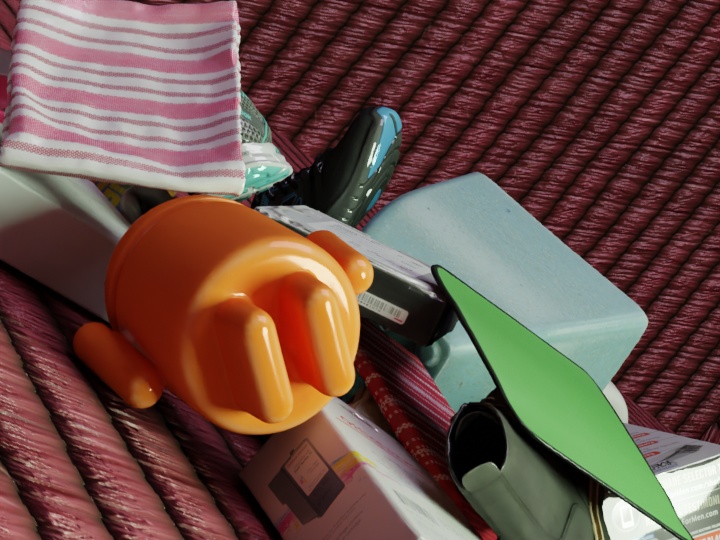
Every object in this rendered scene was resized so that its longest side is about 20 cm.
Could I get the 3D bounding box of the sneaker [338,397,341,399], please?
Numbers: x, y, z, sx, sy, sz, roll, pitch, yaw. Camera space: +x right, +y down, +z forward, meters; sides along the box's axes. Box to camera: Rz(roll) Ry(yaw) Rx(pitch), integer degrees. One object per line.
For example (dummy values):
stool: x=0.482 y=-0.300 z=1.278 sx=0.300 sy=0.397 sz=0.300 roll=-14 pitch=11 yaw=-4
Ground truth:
sneaker: x=-0.062 y=0.044 z=1.544 sx=0.200 sy=0.075 sz=0.090 roll=46 pitch=9 yaw=37

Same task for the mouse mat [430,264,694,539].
mouse mat: x=0.122 y=0.080 z=1.330 sx=0.161 sy=0.008 sz=0.200 roll=35 pitch=16 yaw=-29

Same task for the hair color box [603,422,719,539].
hair color box: x=0.156 y=0.148 z=1.458 sx=0.200 sy=0.111 sz=0.064 roll=6 pitch=-72 yaw=65

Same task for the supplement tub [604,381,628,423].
supplement tub: x=0.120 y=0.105 z=1.886 sx=0.145 sy=0.145 sz=0.200 roll=34 pitch=8 yaw=-46

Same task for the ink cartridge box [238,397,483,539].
ink cartridge box: x=0.009 y=0.145 z=1.226 sx=0.117 sy=0.067 sz=0.200 roll=37 pitch=7 yaw=-34

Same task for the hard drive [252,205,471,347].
hard drive: x=0.000 y=0.000 z=1.441 sx=0.140 sy=0.038 sz=0.200 roll=26 pitch=4 yaw=7

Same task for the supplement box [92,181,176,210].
supplement box: x=-0.196 y=-0.081 z=1.705 sx=0.067 sy=0.069 sz=0.200 roll=37 pitch=4 yaw=-18

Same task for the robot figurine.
robot figurine: x=-0.077 y=0.022 z=1.234 sx=0.117 sy=0.144 sz=0.200 roll=34 pitch=-2 yaw=-30

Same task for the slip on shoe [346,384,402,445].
slip on shoe: x=0.005 y=0.119 z=1.428 sx=0.074 sy=0.061 sz=0.200 roll=52 pitch=9 yaw=6

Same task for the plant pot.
plant pot: x=0.054 y=0.060 z=1.645 sx=0.196 sy=0.196 sz=0.200 roll=42 pitch=26 yaw=25

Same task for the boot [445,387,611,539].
boot: x=0.089 y=0.100 z=1.293 sx=0.138 sy=0.077 sz=0.200 roll=54 pitch=9 yaw=-33

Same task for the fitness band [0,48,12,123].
fitness band: x=-0.221 y=-0.103 z=1.449 sx=0.200 sy=0.037 sz=0.144 roll=14 pitch=-16 yaw=20

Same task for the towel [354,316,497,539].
towel: x=0.044 y=0.107 z=1.411 sx=0.145 sy=0.022 sz=0.200 roll=39 pitch=14 yaw=-53

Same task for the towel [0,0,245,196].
towel: x=-0.144 y=-0.116 z=1.339 sx=0.146 sy=0.030 sz=0.200 roll=5 pitch=36 yaw=-8

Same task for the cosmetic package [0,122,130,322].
cosmetic package: x=-0.218 y=-0.048 z=1.355 sx=0.200 sy=0.052 sz=0.151 roll=35 pitch=9 yaw=-42

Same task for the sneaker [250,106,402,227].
sneaker: x=-0.039 y=-0.048 z=1.591 sx=0.082 sy=0.200 sz=0.073 roll=37 pitch=31 yaw=8

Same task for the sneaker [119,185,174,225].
sneaker: x=-0.095 y=0.015 z=1.429 sx=0.200 sy=0.075 sz=0.081 roll=37 pitch=-37 yaw=27

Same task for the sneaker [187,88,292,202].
sneaker: x=-0.093 y=-0.092 z=1.475 sx=0.200 sy=0.078 sz=0.091 roll=164 pitch=-96 yaw=-81
